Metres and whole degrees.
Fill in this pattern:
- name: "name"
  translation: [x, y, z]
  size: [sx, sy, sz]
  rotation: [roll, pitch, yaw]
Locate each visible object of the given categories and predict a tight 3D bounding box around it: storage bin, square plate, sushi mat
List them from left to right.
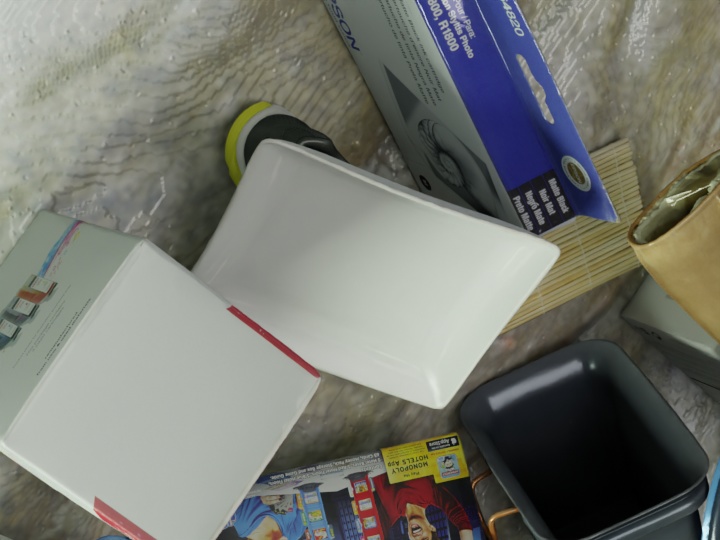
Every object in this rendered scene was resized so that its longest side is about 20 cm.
- name: "square plate"
  translation: [0.000, 0.000, 1.582]
  size: [0.197, 0.200, 0.029]
  rotation: [20, 51, -11]
- name: "sushi mat"
  translation: [0.119, -0.013, 1.748]
  size: [0.200, 0.012, 0.096]
  rotation: [-26, 111, -21]
- name: "storage bin"
  translation: [0.157, 0.167, 1.708]
  size: [0.145, 0.200, 0.135]
  rotation: [-24, 121, -6]

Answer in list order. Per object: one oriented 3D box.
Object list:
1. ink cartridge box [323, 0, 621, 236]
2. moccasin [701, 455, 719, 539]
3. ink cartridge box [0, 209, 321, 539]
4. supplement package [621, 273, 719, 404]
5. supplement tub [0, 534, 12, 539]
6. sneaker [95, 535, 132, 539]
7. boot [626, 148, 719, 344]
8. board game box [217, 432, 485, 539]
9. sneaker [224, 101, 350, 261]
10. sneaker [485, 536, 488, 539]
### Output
- name: "ink cartridge box"
  translation: [0.061, -0.115, 1.588]
  size: [0.041, 0.200, 0.200]
  rotation: [-36, 114, -17]
- name: "moccasin"
  translation: [0.273, 0.122, 1.617]
  size: [0.080, 0.068, 0.201]
  rotation: [1, 104, -59]
- name: "ink cartridge box"
  translation: [-0.149, 0.067, 1.508]
  size: [0.145, 0.200, 0.145]
  rotation: [37, 82, -22]
- name: "supplement package"
  translation: [0.310, 0.052, 1.804]
  size: [0.200, 0.117, 0.117]
  rotation: [39, 81, -29]
- name: "supplement tub"
  translation: [-0.264, 0.260, 1.538]
  size: [0.122, 0.122, 0.201]
  rotation: [20, 91, -30]
- name: "sneaker"
  translation: [-0.155, 0.236, 1.584]
  size: [0.078, 0.070, 0.200]
  rotation: [6, 137, -28]
- name: "boot"
  translation: [0.296, -0.007, 1.681]
  size: [0.175, 0.066, 0.200]
  rotation: [-45, 115, -12]
- name: "board game box"
  translation: [-0.010, 0.226, 1.649]
  size: [0.199, 0.062, 0.201]
  rotation: [-10, 82, -20]
- name: "sneaker"
  translation: [-0.018, -0.017, 1.632]
  size: [0.074, 0.085, 0.200]
  rotation: [-42, 116, -14]
- name: "sneaker"
  translation: [0.019, 0.241, 1.713]
  size: [0.200, 0.076, 0.088]
  rotation: [-45, 113, -16]
